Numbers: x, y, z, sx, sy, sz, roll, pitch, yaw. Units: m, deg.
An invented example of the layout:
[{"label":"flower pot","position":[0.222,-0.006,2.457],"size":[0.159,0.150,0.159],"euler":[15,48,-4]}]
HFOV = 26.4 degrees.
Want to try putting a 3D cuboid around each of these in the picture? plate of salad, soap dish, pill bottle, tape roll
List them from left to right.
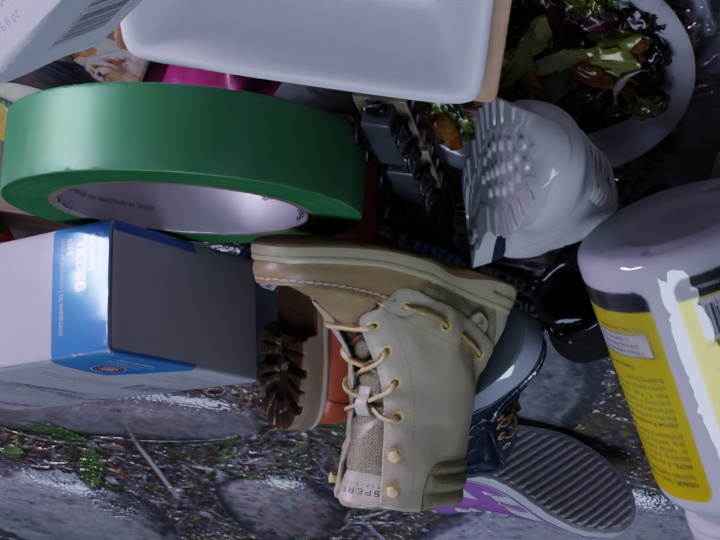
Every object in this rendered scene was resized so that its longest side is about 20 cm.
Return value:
[{"label":"tape roll","position":[-0.098,-0.056,0.856],"size":[0.200,0.048,0.200],"euler":[4,172,1]},{"label":"soap dish","position":[-0.021,-0.170,0.748],"size":[0.200,0.081,0.157],"euler":[9,132,5]},{"label":"plate of salad","position":[0.086,-0.106,0.864],"size":[0.200,0.048,0.200],"euler":[8,146,6]},{"label":"pill bottle","position":[0.200,0.060,0.829],"size":[0.114,0.114,0.200],"euler":[-12,109,31]}]

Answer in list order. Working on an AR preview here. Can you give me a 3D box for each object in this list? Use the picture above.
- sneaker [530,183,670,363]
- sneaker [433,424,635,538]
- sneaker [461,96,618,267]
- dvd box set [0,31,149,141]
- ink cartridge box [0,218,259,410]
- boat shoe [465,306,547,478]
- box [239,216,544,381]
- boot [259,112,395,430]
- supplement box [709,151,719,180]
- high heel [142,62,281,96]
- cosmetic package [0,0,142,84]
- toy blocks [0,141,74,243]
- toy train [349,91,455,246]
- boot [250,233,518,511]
[{"label":"sneaker","position":[0.141,0.014,0.955],"size":[0.091,0.076,0.200],"euler":[-28,163,-18]},{"label":"sneaker","position":[0.118,0.173,1.252],"size":[0.200,0.073,0.114],"euler":[23,150,1]},{"label":"sneaker","position":[0.104,-0.051,0.841],"size":[0.080,0.076,0.200],"euler":[-3,173,-3]},{"label":"dvd box set","position":[-0.224,-0.143,0.902],"size":[0.200,0.029,0.146],"euler":[20,136,-12]},{"label":"ink cartridge box","position":[-0.186,0.034,0.978],"size":[0.200,0.084,0.145],"euler":[-10,166,31]},{"label":"boat shoe","position":[0.085,0.085,1.053],"size":[0.091,0.071,0.200],"euler":[23,149,-22]},{"label":"box","position":[0.001,0.037,1.100],"size":[0.198,0.050,0.200],"euler":[21,144,-15]},{"label":"boot","position":[0.000,0.000,0.975],"size":[0.107,0.200,0.075],"euler":[0,-165,-28]},{"label":"supplement box","position":[0.278,0.021,0.864],"size":[0.073,0.200,0.126],"euler":[-29,152,-19]},{"label":"high heel","position":[-0.093,-0.088,0.900],"size":[0.067,0.096,0.200],"euler":[25,144,-20]},{"label":"cosmetic package","position":[-0.168,-0.199,0.683],"size":[0.113,0.081,0.200],"euler":[-32,90,47]},{"label":"toy blocks","position":[-0.222,-0.034,1.040],"size":[0.200,0.100,0.137],"euler":[8,158,6]},{"label":"toy train","position":[0.029,-0.063,0.873],"size":[0.034,0.046,0.200],"euler":[10,166,15]},{"label":"boot","position":[0.005,0.063,0.903],"size":[0.073,0.156,0.200],"euler":[13,179,43]}]
